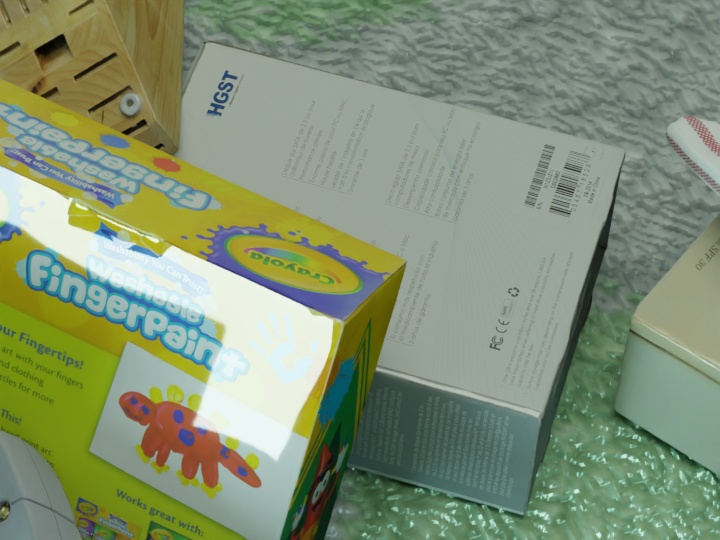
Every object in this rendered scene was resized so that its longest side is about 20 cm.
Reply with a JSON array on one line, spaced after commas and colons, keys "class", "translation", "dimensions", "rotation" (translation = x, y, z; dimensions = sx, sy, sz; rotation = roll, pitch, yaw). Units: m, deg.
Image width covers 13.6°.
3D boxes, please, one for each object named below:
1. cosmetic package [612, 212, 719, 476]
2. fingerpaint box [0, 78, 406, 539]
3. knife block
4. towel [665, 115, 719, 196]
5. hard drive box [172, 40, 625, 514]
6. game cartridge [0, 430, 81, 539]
[{"class": "cosmetic package", "translation": [0.219, 0.060, 1.290], "dimensions": [0.199, 0.073, 0.104], "rotation": [30, 56, 19]}, {"class": "fingerpaint box", "translation": [-0.100, 0.038, 1.219], "dimensions": [0.199, 0.168, 0.073], "rotation": [23, 28, 14]}, {"class": "knife block", "translation": [-0.117, -0.121, 1.381], "dimensions": [0.064, 0.175, 0.201], "rotation": [-28, 76, 17]}, {"class": "towel", "translation": [0.242, -0.019, 1.305], "dimensions": [0.199, 0.030, 0.146], "rotation": [7, 27, -36]}, {"class": "hard drive box", "translation": [0.000, 0.000, 1.317], "dimensions": [0.199, 0.077, 0.156], "rotation": [16, 53, 8]}, {"class": "game cartridge", "translation": [-0.157, 0.168, 1.157], "dimensions": [0.133, 0.041, 0.201], "rotation": [-27, 50, 23]}]
